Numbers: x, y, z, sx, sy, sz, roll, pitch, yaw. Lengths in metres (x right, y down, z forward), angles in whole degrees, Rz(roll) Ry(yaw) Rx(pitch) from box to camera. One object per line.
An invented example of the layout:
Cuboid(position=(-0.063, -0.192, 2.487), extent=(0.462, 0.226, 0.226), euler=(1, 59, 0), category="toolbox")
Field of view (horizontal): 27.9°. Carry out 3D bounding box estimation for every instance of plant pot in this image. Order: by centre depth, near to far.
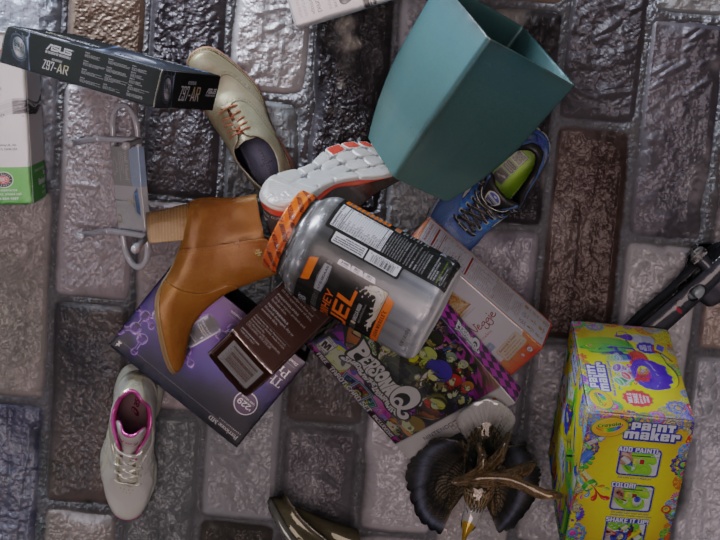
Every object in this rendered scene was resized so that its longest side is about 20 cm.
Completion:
Cuboid(position=(0.109, -0.192, 1.652), extent=(0.141, 0.142, 0.200), euler=(22, 115, -36), category="plant pot")

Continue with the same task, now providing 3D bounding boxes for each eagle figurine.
Cuboid(position=(0.141, 0.254, 1.735), extent=(0.151, 0.200, 0.152), euler=(-40, 83, -10), category="eagle figurine")

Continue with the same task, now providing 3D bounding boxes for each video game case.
Cuboid(position=(0.062, 0.115, 1.731), extent=(0.181, 0.036, 0.200), euler=(-32, 105, 34), category="video game case")

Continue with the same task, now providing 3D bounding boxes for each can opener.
Cuboid(position=(0.381, 0.039, 1.744), extent=(0.200, 0.063, 0.079), euler=(-41, 97, 7), category="can opener")

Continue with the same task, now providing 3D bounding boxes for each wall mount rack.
Cuboid(position=(-0.280, -0.092, 1.686), extent=(0.074, 0.173, 0.202), euler=(-12, 102, -37), category="wall mount rack")

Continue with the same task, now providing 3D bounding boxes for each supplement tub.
Cuboid(position=(0.000, 0.000, 1.595), extent=(0.199, 0.123, 0.123), euler=(28, 99, 7), category="supplement tub")

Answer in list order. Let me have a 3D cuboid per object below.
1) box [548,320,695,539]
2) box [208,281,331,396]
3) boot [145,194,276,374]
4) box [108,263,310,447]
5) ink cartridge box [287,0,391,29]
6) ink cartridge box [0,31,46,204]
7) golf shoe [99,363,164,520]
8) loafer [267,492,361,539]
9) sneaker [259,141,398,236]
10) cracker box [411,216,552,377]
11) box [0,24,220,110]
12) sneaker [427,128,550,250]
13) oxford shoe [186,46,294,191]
Cuboid(position=(0.296, 0.194, 1.680), extent=(0.121, 0.200, 0.194), euler=(5, 118, 0), category="box")
Cuboid(position=(-0.076, 0.047, 1.684), extent=(0.075, 0.100, 0.200), euler=(48, 59, 0), category="box")
Cuboid(position=(-0.168, 0.016, 1.675), extent=(0.143, 0.071, 0.203), euler=(-5, 100, -3), category="boot")
Cuboid(position=(-0.181, 0.093, 1.759), extent=(0.200, 0.079, 0.141), euler=(39, 101, -5), category="box")
Cuboid(position=(0.001, -0.378, 1.669), extent=(0.199, 0.086, 0.147), euler=(-16, 99, 5), category="ink cartridge box")
Cuboid(position=(-0.453, -0.181, 1.711), extent=(0.145, 0.084, 0.202), euler=(0, 100, 1), category="ink cartridge box")
Cuboid(position=(-0.286, 0.217, 1.775), extent=(0.075, 0.092, 0.202), euler=(5, 101, -1), category="golf shoe")
Cuboid(position=(-0.034, 0.341, 1.808), extent=(0.200, 0.075, 0.070), euler=(44, 86, -11), category="loafer")
Cuboid(position=(-0.032, -0.091, 1.713), extent=(0.199, 0.077, 0.082), euler=(-19, 134, -24), category="sneaker")
Cuboid(position=(0.109, 0.051, 1.728), extent=(0.200, 0.058, 0.134), euler=(41, 127, -5), category="cracker box")
Cuboid(position=(-0.280, -0.227, 1.638), extent=(0.199, 0.160, 0.044), euler=(18, 100, 16), category="box")
Cuboid(position=(0.145, -0.088, 1.712), extent=(0.078, 0.089, 0.200), euler=(38, 105, -5), category="sneaker")
Cuboid(position=(-0.140, -0.177, 1.711), extent=(0.071, 0.074, 0.201), euler=(-34, 98, 6), category="oxford shoe")
